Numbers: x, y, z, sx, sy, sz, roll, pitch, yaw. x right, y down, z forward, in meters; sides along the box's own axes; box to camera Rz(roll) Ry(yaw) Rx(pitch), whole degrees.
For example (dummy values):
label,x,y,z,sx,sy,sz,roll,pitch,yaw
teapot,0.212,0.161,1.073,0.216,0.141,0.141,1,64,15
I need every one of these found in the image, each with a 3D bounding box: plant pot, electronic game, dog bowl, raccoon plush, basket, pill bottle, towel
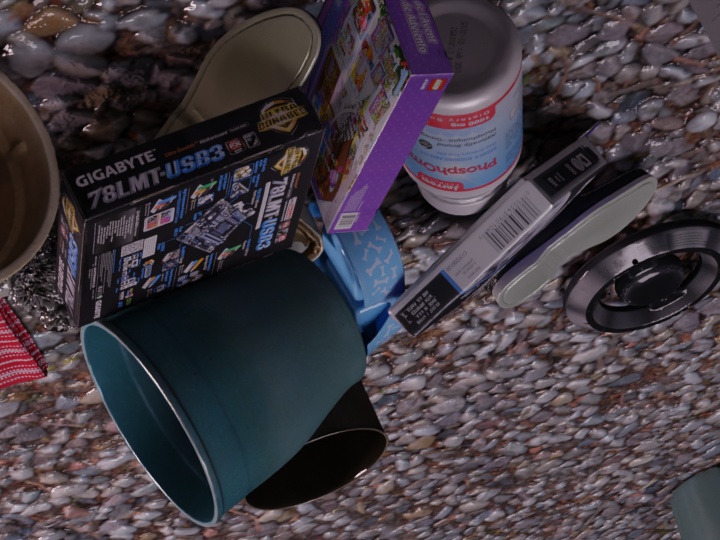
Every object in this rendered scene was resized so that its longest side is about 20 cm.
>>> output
label,x,y,z,sx,sy,sz,roll,pitch,yaw
plant pot,-0.104,0.082,1.479,0.188,0.200,0.200,-32,157,-22
plant pot,0.571,0.406,2.630,0.199,0.197,0.201,-15,152,-8
electronic game,0.317,0.007,1.917,0.199,0.042,0.200,-15,150,-9
dog bowl,0.000,0.000,1.628,0.049,0.112,0.200,-26,153,-11
raccoon plush,-0.255,-0.042,1.433,0.200,0.097,0.134,-46,137,10
plant pot,-0.346,-0.043,1.262,0.200,0.201,0.183,1,158,-34
basket,-0.072,0.100,1.649,0.135,0.201,0.180,-7,153,-26
pill bottle,0.081,-0.129,1.445,0.108,0.109,0.200,-18,152,-3
towel,-0.379,0.075,1.602,0.144,0.023,0.200,-18,152,-2

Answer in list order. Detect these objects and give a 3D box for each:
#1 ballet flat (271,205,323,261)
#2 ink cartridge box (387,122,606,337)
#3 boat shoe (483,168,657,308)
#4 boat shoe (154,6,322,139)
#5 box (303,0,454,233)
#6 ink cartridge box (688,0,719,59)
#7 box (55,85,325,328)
label,x,y,z,sx,sy,sz,roll,pitch,yaw
ballet flat,-0.097,-0.050,1.517,0.069,0.070,0.200,-32,150,22
ink cartridge box,0.137,-0.038,1.604,0.198,0.043,0.200,-46,175,33
boat shoe,0.201,-0.046,1.725,0.200,0.060,0.076,-34,150,-3
boat shoe,-0.089,-0.136,1.373,0.200,0.075,0.066,-50,169,30
box,0.002,-0.141,1.342,0.039,0.137,0.200,-5,149,-25
ink cartridge box,0.374,-0.177,1.455,0.145,0.201,0.083,8,142,-42
box,-0.135,-0.045,1.349,0.198,0.050,0.200,-23,161,-19
